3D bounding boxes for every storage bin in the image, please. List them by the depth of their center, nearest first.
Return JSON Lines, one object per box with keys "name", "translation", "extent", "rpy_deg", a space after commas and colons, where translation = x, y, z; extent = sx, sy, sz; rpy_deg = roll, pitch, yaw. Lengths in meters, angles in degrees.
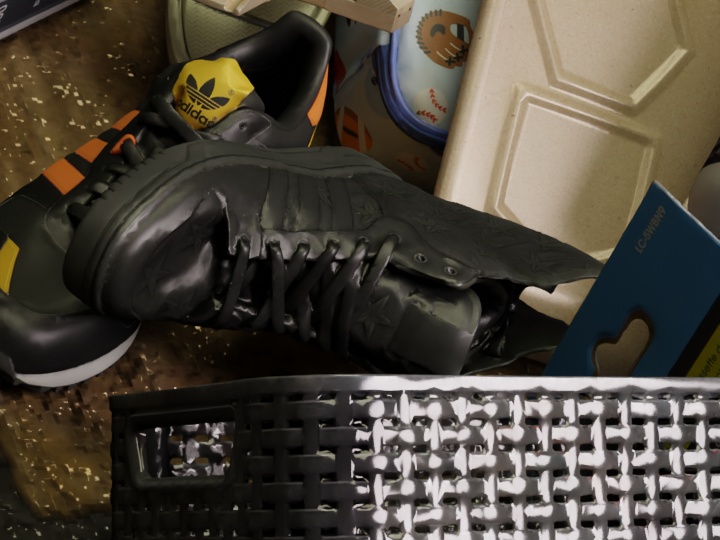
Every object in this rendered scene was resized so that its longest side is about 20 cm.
{"name": "storage bin", "translation": [0.035, 0.081, 0.694], "extent": [0.199, 0.135, 0.094], "rpy_deg": [3, 83, -30]}

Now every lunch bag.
{"name": "lunch bag", "translation": [0.072, -0.123, 0.972], "extent": [0.160, 0.076, 0.201], "rpy_deg": [11, 68, -17]}

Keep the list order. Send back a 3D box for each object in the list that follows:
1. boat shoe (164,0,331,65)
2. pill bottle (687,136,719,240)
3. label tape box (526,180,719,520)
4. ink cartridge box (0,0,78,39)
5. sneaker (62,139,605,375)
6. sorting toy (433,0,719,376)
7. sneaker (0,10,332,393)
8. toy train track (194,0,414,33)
{"name": "boat shoe", "translation": [-0.045, -0.144, 0.982], "extent": [0.074, 0.068, 0.201], "rpy_deg": [15, 61, -9]}
{"name": "pill bottle", "translation": [0.198, -0.047, 0.862], "extent": [0.112, 0.112, 0.200], "rpy_deg": [30, 78, 3]}
{"name": "label tape box", "translation": [0.154, 0.079, 0.783], "extent": [0.063, 0.144, 0.200], "rpy_deg": [-16, 55, -40]}
{"name": "ink cartridge box", "translation": [-0.228, -0.147, 0.898], "extent": [0.198, 0.043, 0.200], "rpy_deg": [38, 39, 12]}
{"name": "sneaker", "translation": [-0.001, 0.003, 0.785], "extent": [0.104, 0.060, 0.200], "rpy_deg": [37, 26, 26]}
{"name": "sorting toy", "translation": [0.122, -0.051, 0.915], "extent": [0.185, 0.036, 0.201], "rpy_deg": [18, 82, -17]}
{"name": "sneaker", "translation": [-0.076, -0.036, 0.820], "extent": [0.070, 0.090, 0.200], "rpy_deg": [36, 37, 10]}
{"name": "toy train track", "translation": [-0.072, -0.141, 0.888], "extent": [0.199, 0.033, 0.115], "rpy_deg": [20, 22, 11]}
